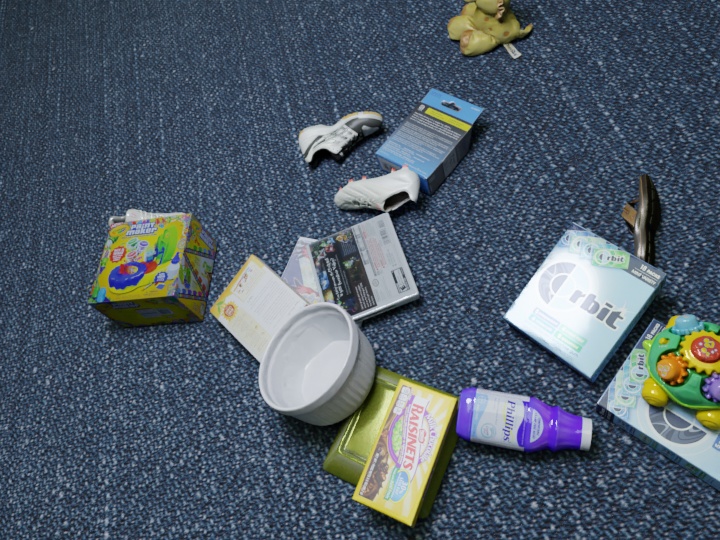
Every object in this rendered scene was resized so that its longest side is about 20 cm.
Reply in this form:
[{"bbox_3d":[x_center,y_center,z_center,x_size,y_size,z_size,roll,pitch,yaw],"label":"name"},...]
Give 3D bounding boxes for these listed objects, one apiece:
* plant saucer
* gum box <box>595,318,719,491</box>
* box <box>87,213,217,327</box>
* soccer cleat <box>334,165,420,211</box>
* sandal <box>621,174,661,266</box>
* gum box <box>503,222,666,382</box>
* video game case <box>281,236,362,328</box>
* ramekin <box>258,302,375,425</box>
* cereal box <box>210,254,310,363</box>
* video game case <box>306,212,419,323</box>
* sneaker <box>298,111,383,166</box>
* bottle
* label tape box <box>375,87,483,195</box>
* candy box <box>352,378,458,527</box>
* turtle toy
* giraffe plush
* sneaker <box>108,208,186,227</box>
[{"bbox_3d":[0.054,0.267,0.977,0.198,0.048,0.201,17,67,26],"label":"plant saucer"},{"bbox_3d":[0.484,0.193,0.877,0.199,0.045,0.170,33,75,32],"label":"gum box"},{"bbox_3d":[-0.430,0.002,1.249,0.197,0.122,0.195,-6,59,14],"label":"box"},{"bbox_3d":[0.029,-0.150,1.199,0.198,0.069,0.079,-14,66,32],"label":"soccer cleat"},{"bbox_3d":[0.483,-0.080,1.032,0.054,0.081,0.202,-4,65,42],"label":"sandal"},{"bbox_3d":[0.363,0.049,0.970,0.169,0.045,0.201,37,89,32],"label":"gum box"},{"bbox_3d":[-0.068,0.028,1.173,0.198,0.023,0.184,11,65,24],"label":"video game case"},{"bbox_3d":[-0.066,0.166,1.014,0.199,0.105,0.202,-24,44,25],"label":"ramekin"},{"bbox_3d":[-0.183,0.083,1.145,0.200,0.040,0.144,39,91,26],"label":"cereal box"},{"bbox_3d":[0.000,0.000,1.142,0.180,0.023,0.202,-21,58,4],"label":"video game case"},{"bbox_3d":[-0.038,-0.289,1.331,0.198,0.076,0.089,-16,73,12],"label":"sneaker"},{"bbox_3d":[0.250,0.235,0.914,0.198,0.065,0.085,7,83,17],"label":"bottle"},{"bbox_3d":[0.150,-0.273,1.251,0.144,0.063,0.200,33,76,31],"label":"label tape box"},{"bbox_3d":[0.072,0.277,0.920,0.101,0.026,0.202,16,67,22],"label":"candy box"},{"bbox_3d":[0.494,0.135,0.819,0.198,0.101,0.147,21,68,28],"label":"turtle toy"},{"bbox_3d":[0.289,-0.590,1.330,0.172,0.163,0.200,-40,56,-8],"label":"giraffe plush"},{"bbox_3d":[-0.483,-0.101,1.341,0.198,0.100,0.079,-11,58,13],"label":"sneaker"}]
